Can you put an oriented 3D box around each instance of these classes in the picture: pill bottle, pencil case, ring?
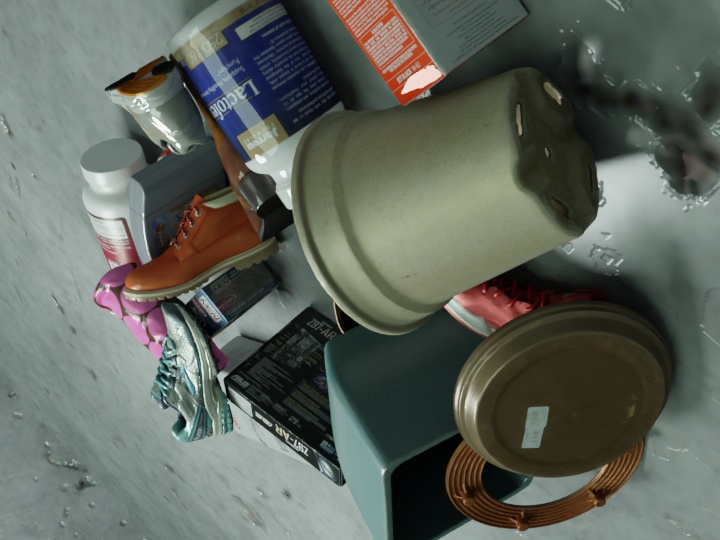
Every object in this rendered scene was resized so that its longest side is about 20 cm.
[{"bbox_3d":[-0.325,-0.082,1.249,0.113,0.113,0.200,26,141,33],"label":"pill bottle"},{"bbox_3d":[-0.273,0.083,1.195,0.200,0.091,0.094,46,113,11],"label":"pencil case"},{"bbox_3d":[-0.086,-0.167,0.859,0.116,0.116,0.200,-15,112,56],"label":"pill bottle"},{"bbox_3d":[0.184,0.197,0.868,0.019,0.200,0.201,-104,2,-51],"label":"ring"}]

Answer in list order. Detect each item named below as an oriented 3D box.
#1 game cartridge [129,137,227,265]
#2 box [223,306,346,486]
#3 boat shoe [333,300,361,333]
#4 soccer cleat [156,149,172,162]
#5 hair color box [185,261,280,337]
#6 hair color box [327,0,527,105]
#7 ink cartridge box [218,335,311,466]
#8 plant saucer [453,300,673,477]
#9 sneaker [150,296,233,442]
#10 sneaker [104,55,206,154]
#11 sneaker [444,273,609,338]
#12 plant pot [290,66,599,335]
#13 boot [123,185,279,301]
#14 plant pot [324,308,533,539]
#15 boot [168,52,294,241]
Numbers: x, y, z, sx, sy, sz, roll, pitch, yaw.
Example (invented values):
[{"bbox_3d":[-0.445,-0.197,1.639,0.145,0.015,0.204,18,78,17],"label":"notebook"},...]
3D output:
[{"bbox_3d":[-0.227,-0.059,1.130,0.042,0.133,0.200,30,144,29],"label":"game cartridge"},{"bbox_3d":[-0.047,0.152,1.106,0.200,0.160,0.044,32,144,26],"label":"box"},{"bbox_3d":[0.000,0.000,0.970,0.076,0.072,0.200,26,142,32],"label":"boat shoe"},{"bbox_3d":[-0.244,-0.085,1.191,0.069,0.085,0.200,17,117,15],"label":"soccer cleat"},{"bbox_3d":[-0.199,0.050,1.244,0.061,0.100,0.200,52,149,-2],"label":"hair color box"},{"bbox_3d":[0.022,-0.238,0.653,0.200,0.111,0.064,55,148,-8],"label":"hair color box"},{"bbox_3d":[-0.129,0.193,1.325,0.200,0.084,0.145,11,132,45],"label":"ink cartridge box"},{"bbox_3d":[0.182,0.115,0.778,0.029,0.200,0.200,-100,-5,-56],"label":"plant saucer"},{"bbox_3d":[-0.220,0.130,1.088,0.078,0.086,0.200,-144,37,-62],"label":"sneaker"},{"bbox_3d":[-0.208,-0.165,0.914,0.092,0.076,0.200,61,174,-24],"label":"sneaker"},{"bbox_3d":[0.160,0.024,0.819,0.200,0.078,0.116,42,135,1],"label":"sneaker"},{"bbox_3d":[0.079,-0.065,0.702,0.183,0.200,0.201,-19,110,38],"label":"plant pot"},{"bbox_3d":[-0.209,-0.036,1.085,0.075,0.200,0.107,30,143,59],"label":"boot"},{"bbox_3d":[0.058,0.154,0.957,0.200,0.196,0.196,49,154,39],"label":"plant pot"},{"bbox_3d":[-0.146,-0.137,1.002,0.200,0.068,0.188,56,-177,11],"label":"boot"}]
